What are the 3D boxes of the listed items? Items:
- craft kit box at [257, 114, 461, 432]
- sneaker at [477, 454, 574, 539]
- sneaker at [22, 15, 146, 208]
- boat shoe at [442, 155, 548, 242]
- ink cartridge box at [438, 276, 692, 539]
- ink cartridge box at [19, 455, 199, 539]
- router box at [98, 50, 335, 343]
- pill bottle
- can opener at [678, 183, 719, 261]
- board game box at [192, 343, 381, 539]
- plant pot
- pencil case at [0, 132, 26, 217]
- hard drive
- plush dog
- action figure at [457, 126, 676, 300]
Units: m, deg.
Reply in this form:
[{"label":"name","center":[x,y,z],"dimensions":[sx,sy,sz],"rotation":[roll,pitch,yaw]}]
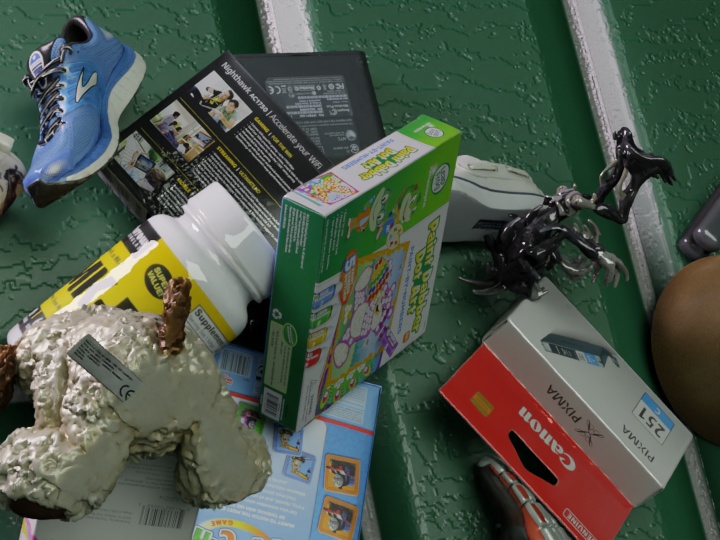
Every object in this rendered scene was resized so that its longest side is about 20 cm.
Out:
[{"label":"craft kit box","center":[0.000,0.000,1.263],"dimensions":[0.048,0.201,0.197],"rotation":[23,35,22]},{"label":"sneaker","center":[0.138,0.244,1.313],"dimensions":[0.077,0.082,0.200],"rotation":[30,24,-55]},{"label":"sneaker","center":[-0.241,-0.132,1.280],"dimensions":[0.089,0.078,0.201],"rotation":[44,34,-29]},{"label":"boat shoe","center":[0.091,-0.071,1.414],"dimensions":[0.199,0.072,0.066],"rotation":[2,53,-38]},{"label":"ink cartridge box","center":[0.182,0.123,1.370],"dimensions":[0.200,0.045,0.176],"rotation":[47,38,1]},{"label":"ink cartridge box","center":[-0.190,0.206,1.161],"dimensions":[0.117,0.067,0.201],"rotation":[10,105,-19]},{"label":"router box","center":[-0.102,-0.063,1.323],"dimensions":[0.149,0.051,0.200],"rotation":[-40,81,-16]},{"label":"pill bottle","center":[-0.159,0.030,1.214],"dimensions":[0.200,0.114,0.114],"rotation":[-39,87,-6]},{"label":"can opener","center":[0.391,-0.074,1.568],"dimensions":[0.067,0.053,0.200],"rotation":[42,60,-1]},{"label":"board game box","center":[-0.069,0.170,1.277],"dimensions":[0.151,0.037,0.201],"rotation":[17,62,-16]},{"label":"plant pot","center":[0.391,0.054,1.416],"dimensions":[0.185,0.200,0.187],"rotation":[6,74,-22]},{"label":"pencil case","center":[-0.332,-0.019,1.214],"dimensions":[0.078,0.089,0.201],"rotation":[40,57,-21]},{"label":"hard drive","center":[-0.039,-0.097,1.405],"dimensions":[0.139,0.033,0.201],"rotation":[-5,71,-25]},{"label":"plush dog","center":[-0.169,0.071,1.064],"dimensions":[0.199,0.171,0.161],"rotation":[-1,100,-36]},{"label":"action figure","center":[0.185,-0.028,1.378],"dimensions":[0.200,0.119,0.102],"rotation":[-41,109,-2]}]
